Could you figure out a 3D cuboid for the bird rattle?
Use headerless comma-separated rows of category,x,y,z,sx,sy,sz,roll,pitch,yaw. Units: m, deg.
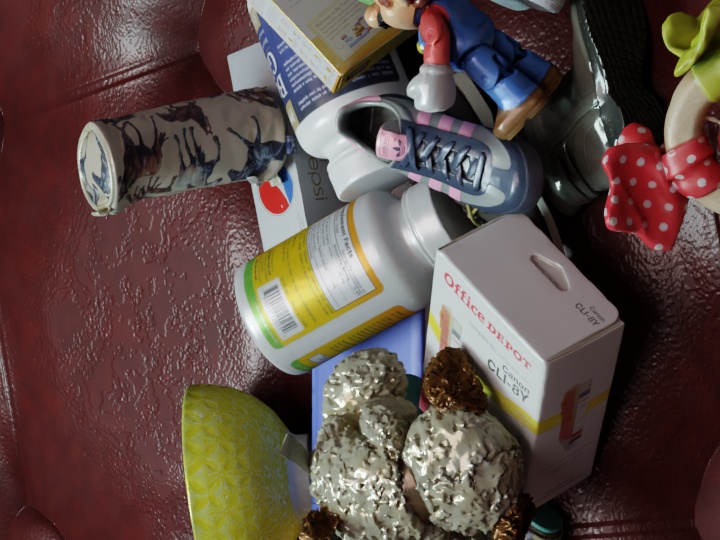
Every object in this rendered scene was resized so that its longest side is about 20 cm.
bird rattle,0.269,-0.100,1.495,0.162,0.113,0.201,21,100,8

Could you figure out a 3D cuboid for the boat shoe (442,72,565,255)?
boat shoe,0.103,-0.073,1.692,0.202,0.060,0.072,60,169,27

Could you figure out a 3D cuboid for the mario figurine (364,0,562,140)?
mario figurine,0.057,-0.186,1.598,0.200,0.123,0.106,44,93,-4

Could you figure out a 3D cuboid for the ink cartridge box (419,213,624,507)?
ink cartridge box,0.125,0.075,1.640,0.145,0.083,0.201,47,150,32

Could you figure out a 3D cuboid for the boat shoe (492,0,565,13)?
boat shoe,0.125,-0.251,1.641,0.067,0.073,0.200,-64,27,3

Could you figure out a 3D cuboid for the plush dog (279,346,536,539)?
plush dog,0.050,0.160,1.616,0.171,0.160,0.201,-20,98,32

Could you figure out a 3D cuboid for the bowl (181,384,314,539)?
bowl,-0.096,0.200,1.900,0.107,0.200,0.201,-8,90,2

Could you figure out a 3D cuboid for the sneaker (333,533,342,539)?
sneaker,0.036,0.279,1.757,0.199,0.078,0.090,28,120,18

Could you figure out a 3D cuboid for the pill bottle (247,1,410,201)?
pill bottle,-0.017,-0.167,1.782,0.111,0.111,0.201,-35,71,42

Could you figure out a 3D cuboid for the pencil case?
pencil case,-0.155,-0.102,1.780,0.078,0.199,0.090,-26,81,55

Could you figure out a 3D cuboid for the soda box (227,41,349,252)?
soda box,-0.062,-0.110,1.871,0.068,0.063,0.201,-15,84,46

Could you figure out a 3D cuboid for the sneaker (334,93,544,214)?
sneaker,0.059,-0.091,1.627,0.200,0.082,0.071,25,111,46

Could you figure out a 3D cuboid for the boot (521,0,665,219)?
boot,0.170,-0.149,1.633,0.130,0.067,0.201,-20,80,51

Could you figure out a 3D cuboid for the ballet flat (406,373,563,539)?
ballet flat,0.084,0.178,1.740,0.200,0.072,0.072,45,125,19

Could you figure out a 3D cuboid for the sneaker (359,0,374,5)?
sneaker,0.029,-0.296,1.708,0.077,0.084,0.201,-15,46,46

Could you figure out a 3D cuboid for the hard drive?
hard drive,0.011,0.128,1.828,0.131,0.025,0.201,-4,84,41

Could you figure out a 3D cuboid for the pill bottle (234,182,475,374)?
pill bottle,0.000,0.000,1.762,0.199,0.111,0.112,-29,74,21

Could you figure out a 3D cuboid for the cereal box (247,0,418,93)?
cereal box,-0.036,-0.265,1.730,0.200,0.144,0.040,48,155,9
